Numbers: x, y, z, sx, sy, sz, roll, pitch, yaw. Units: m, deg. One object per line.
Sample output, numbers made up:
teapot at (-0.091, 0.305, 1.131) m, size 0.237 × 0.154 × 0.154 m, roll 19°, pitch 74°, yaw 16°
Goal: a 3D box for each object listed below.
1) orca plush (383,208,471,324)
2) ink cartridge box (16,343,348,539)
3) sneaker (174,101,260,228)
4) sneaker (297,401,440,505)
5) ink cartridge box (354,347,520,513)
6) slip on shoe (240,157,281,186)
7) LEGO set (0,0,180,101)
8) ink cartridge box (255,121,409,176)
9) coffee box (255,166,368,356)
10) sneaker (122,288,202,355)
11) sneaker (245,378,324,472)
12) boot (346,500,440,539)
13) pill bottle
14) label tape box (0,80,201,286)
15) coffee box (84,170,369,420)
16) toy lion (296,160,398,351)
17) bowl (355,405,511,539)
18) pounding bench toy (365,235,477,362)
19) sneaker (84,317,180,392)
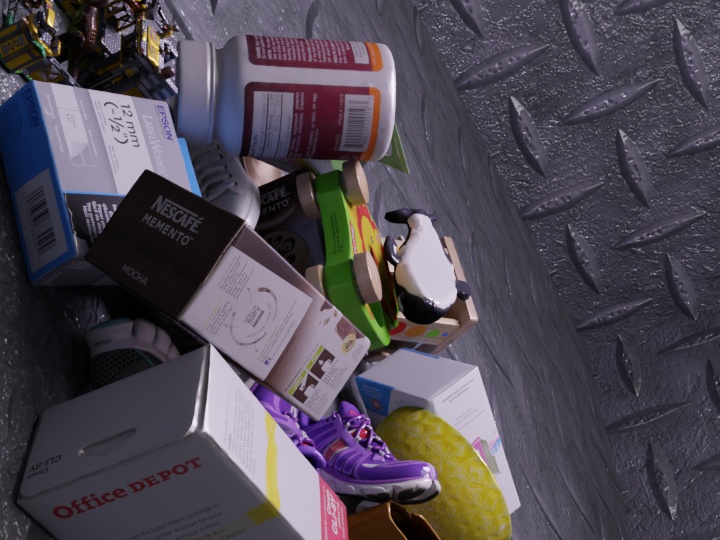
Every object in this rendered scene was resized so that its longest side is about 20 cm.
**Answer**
orca plush at (0.049, 0.005, 1.175) m, size 0.105 × 0.071 × 0.200 m, roll 21°, pitch 29°, yaw -29°
ink cartridge box at (-0.115, 0.162, 0.775) m, size 0.200 × 0.144 × 0.084 m, roll 56°, pitch 19°, yaw -36°
sneaker at (-0.159, -0.106, 1.128) m, size 0.085 × 0.073 × 0.201 m, roll 48°, pitch 14°, yaw -44°
sneaker at (-0.006, 0.170, 1.050) m, size 0.080 × 0.199 × 0.084 m, roll 18°, pitch 83°, yaw -44°
ink cartridge box at (0.092, 0.207, 1.329) m, size 0.084 × 0.144 × 0.201 m, roll -30°, pitch 113°, yaw -30°
slip on shoe at (-0.119, -0.146, 1.311) m, size 0.076 × 0.060 × 0.201 m, roll 20°, pitch 50°, yaw -69°
LEGO set at (-0.224, -0.223, 0.965) m, size 0.154 × 0.115 × 0.201 m, roll 56°, pitch 20°, yaw -37°
ink cartridge box at (-0.052, -0.145, 1.198) m, size 0.059 × 0.199 × 0.104 m, roll -56°, pitch 155°, yaw -20°
coffee box at (-0.073, 0.007, 1.170) m, size 0.080 × 0.113 × 0.201 m, roll 45°, pitch 27°, yaw -55°
sneaker at (-0.146, 0.022, 0.996) m, size 0.091 × 0.076 × 0.200 m, roll 62°, pitch 14°, yaw 1°
sneaker at (-0.069, 0.166, 1.007) m, size 0.081 × 0.083 × 0.201 m, roll 58°, pitch 19°, yaw -33°
boot at (0.017, 0.289, 1.045) m, size 0.201 × 0.143 × 0.071 m, roll 53°, pitch 23°, yaw -43°
pill bottle at (-0.074, -0.163, 1.053) m, size 0.114 × 0.199 × 0.115 m, roll -179°, pitch -90°, yaw -78°
label tape box at (-0.181, -0.065, 0.893) m, size 0.199 × 0.066 × 0.144 m, roll -1°, pitch 68°, yaw -50°
coffee box at (-0.093, 0.023, 0.827) m, size 0.113 × 0.080 × 0.200 m, roll 29°, pitch -10°, yaw 36°
toy lion at (0.000, 0.000, 1.123) m, size 0.192 × 0.068 × 0.201 m, roll 63°, pitch 15°, yaw -47°
bowl at (0.060, 0.264, 1.239) m, size 0.107 × 0.200 × 0.201 m, roll -31°, pitch 102°, yaw -31°
pounding bench toy at (0.015, 0.053, 1.407) m, size 0.155 × 0.200 × 0.125 m, roll 8°, pitch 53°, yaw -35°
sneaker at (-0.148, 0.120, 0.879) m, size 0.200 × 0.077 × 0.092 m, roll 41°, pitch 40°, yaw -44°
